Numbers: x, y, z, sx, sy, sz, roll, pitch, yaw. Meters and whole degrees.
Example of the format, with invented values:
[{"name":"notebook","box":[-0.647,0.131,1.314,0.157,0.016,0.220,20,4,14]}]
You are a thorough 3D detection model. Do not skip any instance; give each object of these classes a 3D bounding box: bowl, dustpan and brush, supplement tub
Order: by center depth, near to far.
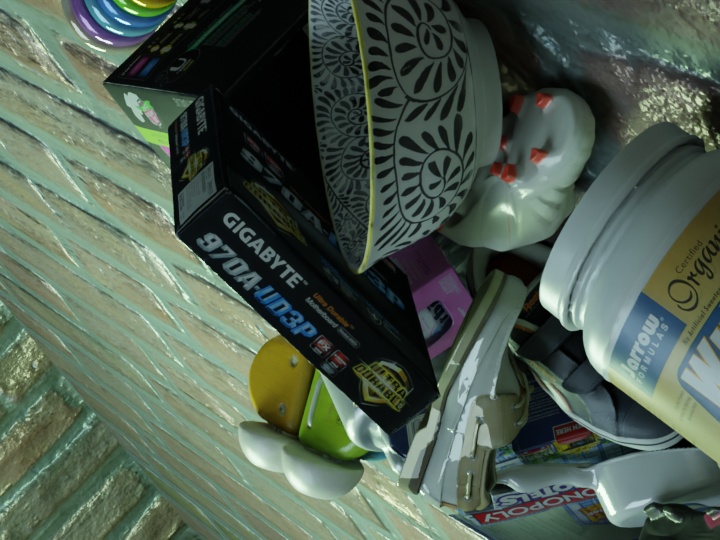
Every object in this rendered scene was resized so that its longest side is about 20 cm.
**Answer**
[{"name":"supplement tub","box":[0.208,0.027,0.946,0.199,0.145,0.145,37,163,22]},{"name":"bowl","box":[0.030,-0.103,1.089,0.201,0.093,0.203,174,90,-80]},{"name":"dustpan and brush","box":[0.192,0.153,1.313,0.140,0.198,0.058,101,156,-70]}]

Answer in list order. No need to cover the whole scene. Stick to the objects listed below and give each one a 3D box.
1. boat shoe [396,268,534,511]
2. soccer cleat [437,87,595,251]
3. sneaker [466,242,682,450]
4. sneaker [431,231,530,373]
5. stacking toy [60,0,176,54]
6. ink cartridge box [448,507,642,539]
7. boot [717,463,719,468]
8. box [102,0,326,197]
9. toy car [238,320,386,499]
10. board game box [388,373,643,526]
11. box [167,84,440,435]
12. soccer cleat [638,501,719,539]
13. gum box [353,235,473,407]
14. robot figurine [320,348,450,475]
[{"name":"boat shoe","box":[0.086,0.085,1.249,0.068,0.075,0.201,23,130,5]},{"name":"soccer cleat","box":[0.110,-0.061,1.134,0.077,0.070,0.200,13,160,-15]},{"name":"sneaker","box":[0.148,0.047,1.269,0.200,0.079,0.080,38,169,25]},{"name":"sneaker","box":[0.085,0.029,1.412,0.200,0.075,0.116,45,173,36]},{"name":"stacking toy","box":[-0.161,-0.221,1.360,0.085,0.085,0.200,48,159,-14]},{"name":"ink cartridge box","box":[0.202,0.238,1.460,0.198,0.044,0.197,0,-165,-36]},{"name":"boot","box":[0.309,0.143,1.155,0.146,0.070,0.200,42,166,-16]},{"name":"box","box":[-0.066,-0.116,1.302,0.149,0.124,0.199,52,161,-26]},{"name":"toy car","box":[-0.020,0.128,1.793,0.149,0.177,0.199,12,-175,-36]},{"name":"board game box","box":[0.149,0.150,1.396,0.200,0.198,0.062,48,-151,-53]},{"name":"box","box":[-0.038,-0.008,1.141,0.200,0.046,0.159,44,-165,-25]},{"name":"soccer cleat","box":[0.257,0.191,1.194,0.086,0.071,0.200,22,174,-17]},{"name":"gum box","box":[0.000,0.000,1.334,0.066,0.113,0.200,55,-179,-41]},{"name":"robot figurine","box":[0.020,0.071,1.519,0.170,0.112,0.201,84,163,-57]}]
